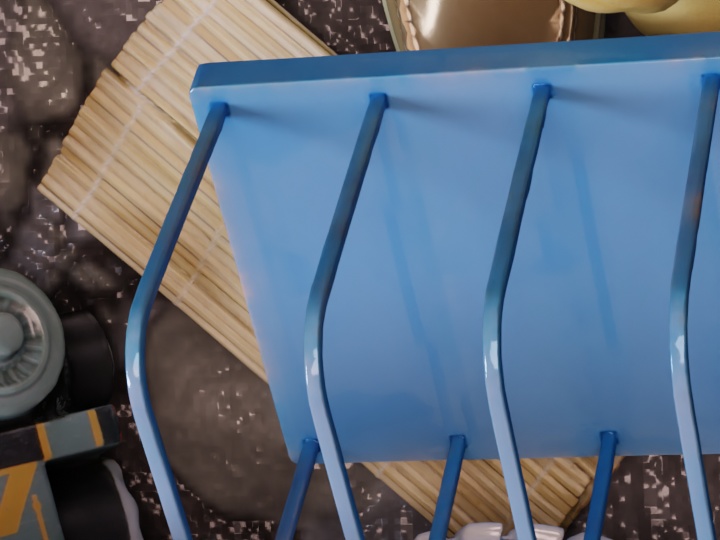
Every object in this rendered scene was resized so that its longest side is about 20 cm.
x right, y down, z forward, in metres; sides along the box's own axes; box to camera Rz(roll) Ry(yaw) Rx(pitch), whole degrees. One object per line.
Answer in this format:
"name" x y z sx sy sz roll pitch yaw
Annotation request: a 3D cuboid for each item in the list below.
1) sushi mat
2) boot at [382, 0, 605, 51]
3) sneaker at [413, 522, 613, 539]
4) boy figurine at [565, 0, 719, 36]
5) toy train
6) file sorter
"sushi mat" 0.000 0.000 0.900 0.200 0.012 0.096 40 111 4
"boot" 0.028 -0.130 0.830 0.072 0.155 0.201 -3 91 8
"sneaker" 0.083 0.130 0.861 0.199 0.075 0.087 6 62 7
"boy figurine" 0.112 -0.103 0.810 0.199 0.124 0.065 -12 72 -34
"toy train" -0.156 0.070 0.862 0.199 0.085 0.115 -12 83 -31
"file sorter" 0.053 0.030 0.791 0.199 0.123 0.139 -3 128 15
